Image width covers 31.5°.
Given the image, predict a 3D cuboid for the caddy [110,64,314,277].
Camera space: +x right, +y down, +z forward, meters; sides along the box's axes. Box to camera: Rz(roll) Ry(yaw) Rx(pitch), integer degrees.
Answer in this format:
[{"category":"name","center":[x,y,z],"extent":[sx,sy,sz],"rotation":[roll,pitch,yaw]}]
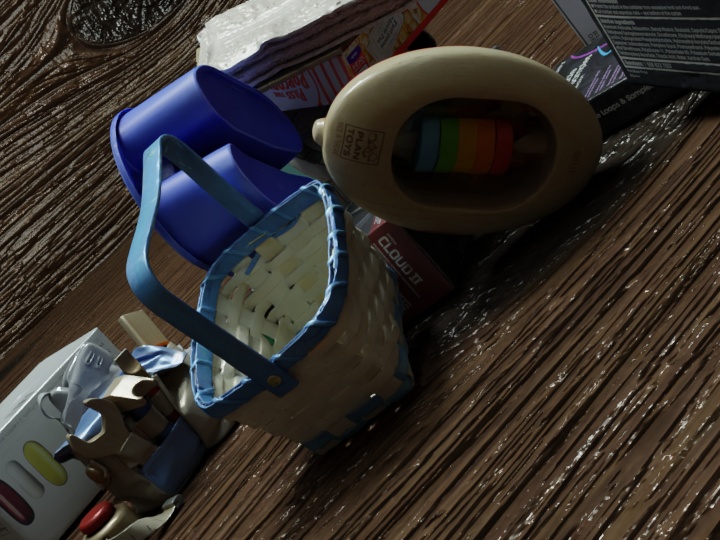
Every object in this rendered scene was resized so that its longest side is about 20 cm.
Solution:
[{"category":"caddy","center":[-0.109,-0.066,0.973],"extent":[0.105,0.142,0.200],"rotation":[-32,-20,18]}]

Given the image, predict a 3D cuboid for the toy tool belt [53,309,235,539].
[{"category":"toy tool belt","center":[-0.192,0.129,1.030],"extent":[0.125,0.123,0.200],"rotation":[-31,17,40]}]

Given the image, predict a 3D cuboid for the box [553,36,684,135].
[{"category":"box","center":[0.210,-0.158,0.982],"extent":[0.200,0.036,0.143],"rotation":[-31,17,44]}]

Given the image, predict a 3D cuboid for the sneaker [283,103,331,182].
[{"category":"sneaker","center":[-0.035,-0.117,1.134],"extent":[0.074,0.087,0.200],"rotation":[-41,30,-4]}]

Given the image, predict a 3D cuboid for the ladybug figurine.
[{"category":"ladybug figurine","center":[0.065,-0.094,0.873],"extent":[0.072,0.199,0.136],"rotation":[-106,25,-56]}]

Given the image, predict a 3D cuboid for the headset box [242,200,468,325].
[{"category":"headset box","center":[0.000,0.000,0.993],"extent":[0.200,0.075,0.149],"rotation":[-36,14,24]}]

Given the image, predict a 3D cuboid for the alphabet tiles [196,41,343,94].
[{"category":"alphabet tiles","center":[-0.068,-0.203,1.103],"extent":[0.166,0.006,0.200],"rotation":[-25,30,8]}]

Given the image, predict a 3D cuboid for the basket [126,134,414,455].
[{"category":"basket","center":[-0.065,0.015,0.821],"extent":[0.139,0.200,0.177],"rotation":[-35,29,20]}]

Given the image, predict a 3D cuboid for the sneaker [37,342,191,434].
[{"category":"sneaker","center":[-0.194,0.092,1.159],"extent":[0.200,0.115,0.075],"rotation":[-47,6,-19]}]

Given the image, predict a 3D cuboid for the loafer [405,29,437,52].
[{"category":"loafer","center":[0.042,-0.189,1.164],"extent":[0.069,0.076,0.200],"rotation":[-14,32,18]}]

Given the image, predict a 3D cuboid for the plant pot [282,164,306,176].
[{"category":"plant pot","center":[-0.119,-0.182,1.739],"extent":[0.200,0.161,0.201],"rotation":[-40,13,11]}]

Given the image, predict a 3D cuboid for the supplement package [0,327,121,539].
[{"category":"supplement package","center":[-0.310,0.177,1.244],"extent":[0.155,0.111,0.200],"rotation":[-26,21,52]}]

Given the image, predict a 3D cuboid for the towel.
[{"category":"towel","center":[-0.047,-0.215,1.061],"extent":[0.199,0.035,0.133],"rotation":[-25,31,8]}]

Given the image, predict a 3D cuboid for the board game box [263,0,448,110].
[{"category":"board game box","center":[-0.015,-0.218,1.134],"extent":[0.151,0.046,0.200],"rotation":[-1,40,41]}]

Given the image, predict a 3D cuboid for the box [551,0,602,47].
[{"category":"box","center":[0.248,-0.262,1.034],"extent":[0.200,0.117,0.060],"rotation":[-30,15,47]}]

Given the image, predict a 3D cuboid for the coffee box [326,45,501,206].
[{"category":"coffee box","center":[0.061,-0.109,1.154],"extent":[0.113,0.080,0.200],"rotation":[-50,15,-29]}]

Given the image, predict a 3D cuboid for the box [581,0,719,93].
[{"category":"box","center":[0.207,-0.218,0.752],"extent":[0.123,0.199,0.200],"rotation":[-44,25,-10]}]
